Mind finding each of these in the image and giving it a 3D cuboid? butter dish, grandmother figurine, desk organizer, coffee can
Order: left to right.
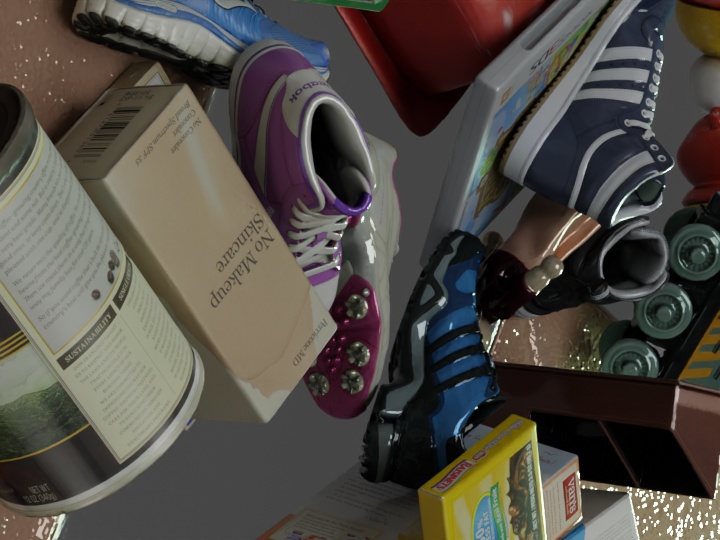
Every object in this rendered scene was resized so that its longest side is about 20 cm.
[{"bbox_3d":[-0.198,0.018,1.209,0.147,0.146,0.201,-53,126,-32],"label":"coffee can"},{"bbox_3d":[0.085,-0.226,1.507,0.200,0.147,0.200,-55,128,-31],"label":"butter dish"},{"bbox_3d":[0.115,-0.001,1.572,0.060,0.121,0.200,41,83,-10],"label":"grandmother figurine"},{"bbox_3d":[0.165,0.114,1.562,0.071,0.199,0.078,14,83,-46],"label":"desk organizer"}]

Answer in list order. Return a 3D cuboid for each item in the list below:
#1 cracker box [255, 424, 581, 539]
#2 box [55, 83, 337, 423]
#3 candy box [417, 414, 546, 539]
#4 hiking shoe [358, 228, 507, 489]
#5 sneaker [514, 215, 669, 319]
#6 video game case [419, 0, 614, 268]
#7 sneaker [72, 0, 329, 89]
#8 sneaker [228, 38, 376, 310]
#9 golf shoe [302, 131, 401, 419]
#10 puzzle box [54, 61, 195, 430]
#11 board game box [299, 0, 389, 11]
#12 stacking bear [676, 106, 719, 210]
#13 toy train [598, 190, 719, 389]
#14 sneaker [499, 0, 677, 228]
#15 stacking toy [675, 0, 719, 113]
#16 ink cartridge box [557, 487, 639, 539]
[{"bbox_3d":[0.043,0.178,1.475,0.200,0.133,0.058,-34,127,-40],"label":"cracker box"},{"bbox_3d":[-0.107,-0.008,1.319,0.095,0.077,0.201,-54,127,-32],"label":"box"},{"bbox_3d":[0.086,0.205,1.407,0.102,0.026,0.201,-32,126,-38],"label":"candy box"},{"bbox_3d":[0.063,0.068,1.492,0.086,0.074,0.201,19,65,1],"label":"hiking shoe"},{"bbox_3d":[0.200,-0.030,1.657,0.200,0.113,0.076,-45,122,-36],"label":"sneaker"},{"bbox_3d":[0.117,-0.112,1.549,0.182,0.022,0.201,-45,161,-37],"label":"video game case"},{"bbox_3d":[-0.090,-0.169,1.372,0.199,0.078,0.090,19,80,-45],"label":"sneaker"},{"bbox_3d":[-0.033,-0.034,1.348,0.072,0.114,0.202,-24,127,-21],"label":"sneaker"},{"bbox_3d":[0.000,0.000,1.478,0.091,0.075,0.202,-14,106,-56],"label":"golf shoe"},{"bbox_3d":[-0.128,-0.015,1.372,0.133,0.025,0.201,-51,125,-33],"label":"puzzle box"},{"bbox_3d":[-0.079,-0.227,1.357,0.199,0.029,0.135,1,45,-46],"label":"board game box"},{"bbox_3d":[0.307,-0.033,1.783,0.121,0.113,0.202,2,85,-47],"label":"stacking bear"},{"bbox_3d":[0.266,0.040,1.691,0.201,0.113,0.085,-61,-178,13],"label":"toy train"},{"bbox_3d":[0.197,-0.118,1.537,0.200,0.108,0.070,-52,164,-19],"label":"sneaker"},{"bbox_3d":[0.302,-0.229,1.779,0.146,0.146,0.202,-10,115,-46],"label":"stacking toy"},{"bbox_3d":[0.135,0.275,1.586,0.128,0.125,0.201,-27,110,-43],"label":"ink cartridge box"}]
